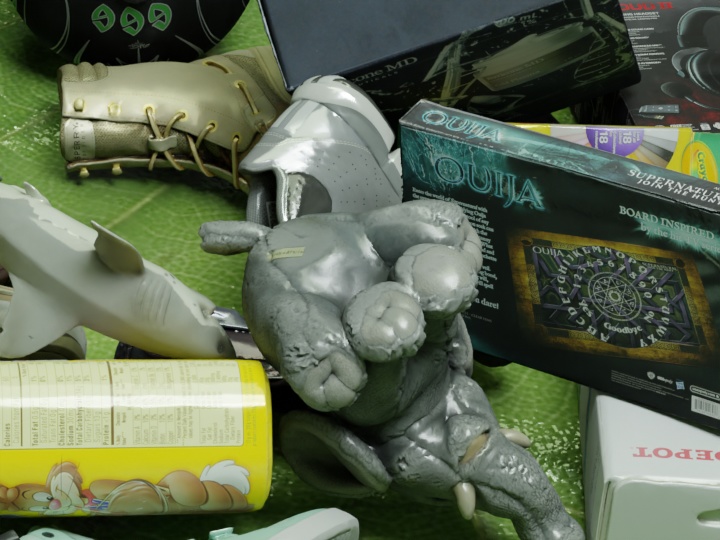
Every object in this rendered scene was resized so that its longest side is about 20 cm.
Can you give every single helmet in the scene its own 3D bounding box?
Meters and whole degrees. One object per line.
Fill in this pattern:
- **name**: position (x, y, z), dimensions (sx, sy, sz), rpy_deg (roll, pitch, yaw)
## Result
- **helmet**: position (-0.153, -0.227, 1.844), dimensions (0.199, 0.191, 0.201), rpy_deg (1, 63, -2)

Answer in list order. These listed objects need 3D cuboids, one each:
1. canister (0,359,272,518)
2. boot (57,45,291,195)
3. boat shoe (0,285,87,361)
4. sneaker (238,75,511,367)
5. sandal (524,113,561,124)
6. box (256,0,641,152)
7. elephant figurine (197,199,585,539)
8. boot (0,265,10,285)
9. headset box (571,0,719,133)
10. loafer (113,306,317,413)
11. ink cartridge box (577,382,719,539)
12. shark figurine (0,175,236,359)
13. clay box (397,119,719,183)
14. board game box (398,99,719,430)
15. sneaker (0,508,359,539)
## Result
- **canister**: position (-0.153, 0.087, 1.432), dimensions (0.199, 0.087, 0.149), rpy_deg (0, -5, -11)
- **boot**: position (-0.108, -0.078, 1.732), dimensions (0.155, 0.073, 0.200), rpy_deg (-3, 33, -13)
- **boat shoe**: position (-0.251, 0.041, 1.544), dimensions (0.199, 0.075, 0.069), rpy_deg (8, 29, -12)
- **sneaker**: position (0.000, 0.000, 1.558), dimensions (0.116, 0.200, 0.075), rpy_deg (-45, 13, -29)
- **sandal**: position (0.108, -0.061, 1.755), dimensions (0.075, 0.045, 0.200), rpy_deg (-17, 47, -17)
- **box**: position (0.051, -0.162, 1.669), dimensions (0.199, 0.197, 0.125), rpy_deg (-18, 73, 6)
- **elephant figurine**: position (0.019, 0.069, 1.457), dimensions (0.141, 0.201, 0.156), rpy_deg (-19, 41, 4)
- **boot**: position (-0.315, -0.024, 1.639), dimensions (0.199, 0.065, 0.186), rpy_deg (-23, 43, -28)
- **headset box**: position (0.223, -0.111, 1.824), dimensions (0.148, 0.078, 0.200), rpy_deg (-2, 36, -10)
- **loafer**: position (-0.040, 0.065, 1.546), dimensions (0.199, 0.072, 0.063), rpy_deg (9, 62, 0)
- **ink cartridge box**: position (0.194, 0.088, 1.515), dimensions (0.144, 0.088, 0.200), rpy_deg (3, 32, -1)
- **shark figurine**: position (-0.180, 0.001, 1.475), dimensions (0.214, 0.128, 0.090), rpy_deg (28, 83, 22)
- **clay box**: position (0.121, -0.030, 1.652), dimensions (0.199, 0.116, 0.048), rpy_deg (2, 3, -7)
- **board game box**: position (0.112, -0.003, 1.452), dimensions (0.199, 0.136, 0.028), rpy_deg (18, 39, 27)
- **sneaker**: position (-0.101, 0.146, 1.394), dimensions (0.200, 0.074, 0.118), rpy_deg (-26, 51, -34)
